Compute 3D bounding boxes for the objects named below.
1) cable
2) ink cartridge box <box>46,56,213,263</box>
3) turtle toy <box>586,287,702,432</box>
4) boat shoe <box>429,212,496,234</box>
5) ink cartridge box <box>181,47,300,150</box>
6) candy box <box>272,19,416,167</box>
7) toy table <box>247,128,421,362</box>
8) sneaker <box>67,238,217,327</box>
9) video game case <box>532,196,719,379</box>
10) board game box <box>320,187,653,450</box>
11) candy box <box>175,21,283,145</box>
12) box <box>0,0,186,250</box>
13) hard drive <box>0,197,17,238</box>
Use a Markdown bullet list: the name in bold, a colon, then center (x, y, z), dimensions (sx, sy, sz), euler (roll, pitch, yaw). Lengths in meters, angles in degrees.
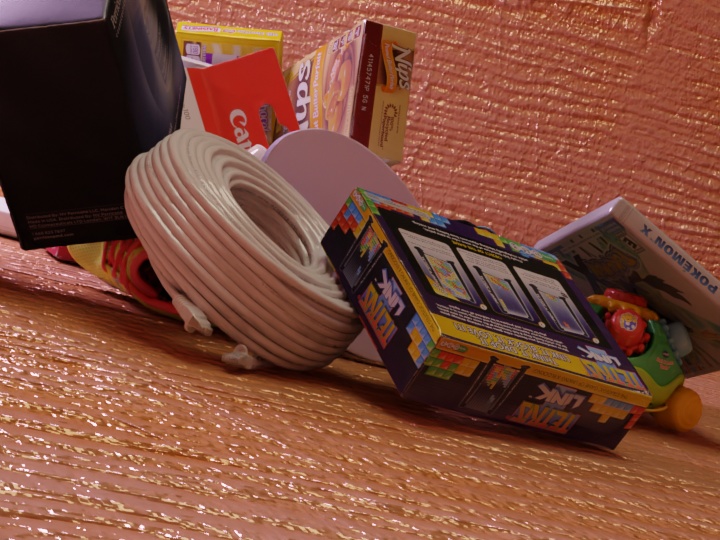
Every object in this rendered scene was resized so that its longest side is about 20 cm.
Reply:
- **cable**: center (-0.079, -0.017, 1.168), dimensions (0.201, 0.069, 0.199), euler (52, 17, 24)
- **ink cartridge box**: center (-0.191, -0.098, 1.510), dimensions (0.145, 0.202, 0.083), euler (13, 4, -21)
- **turtle toy**: center (0.195, 0.064, 1.393), dimensions (0.199, 0.102, 0.145), euler (12, 5, -41)
- **boat shoe**: center (0.090, -0.010, 1.420), dimensions (0.083, 0.070, 0.200), euler (6, 4, -13)
- **ink cartridge box**: center (-0.145, -0.098, 1.420), dimensions (0.198, 0.162, 0.047), euler (-17, -11, -7)
- **candy box**: center (-0.020, -0.139, 1.484), dimensions (0.055, 0.117, 0.200), euler (12, -11, -22)
- **toy table**: center (-0.024, -0.019, 1.353), dimensions (0.182, 0.202, 0.117), euler (-25, 9, -17)
- **sneaker**: center (-0.158, -0.009, 1.281), dimensions (0.198, 0.079, 0.090), euler (17, 7, 30)
- **video game case**: center (0.247, 0.022, 1.431), dimensions (0.182, 0.022, 0.200), euler (40, -16, -4)
- **board game box**: center (0.087, 0.035, 1.166), dimensions (0.198, 0.057, 0.166), euler (17, 30, -35)
- **candy box**: center (-0.127, -0.139, 1.610), dimensions (0.101, 0.202, 0.027), euler (3, 33, 0)
- **box**: center (-0.211, -0.158, 1.256), dimensions (0.122, 0.200, 0.201), euler (-6, 43, 6)
- **hard drive**: center (-0.362, -0.058, 1.603), dimensions (0.198, 0.027, 0.132), euler (15, 4, 0)
